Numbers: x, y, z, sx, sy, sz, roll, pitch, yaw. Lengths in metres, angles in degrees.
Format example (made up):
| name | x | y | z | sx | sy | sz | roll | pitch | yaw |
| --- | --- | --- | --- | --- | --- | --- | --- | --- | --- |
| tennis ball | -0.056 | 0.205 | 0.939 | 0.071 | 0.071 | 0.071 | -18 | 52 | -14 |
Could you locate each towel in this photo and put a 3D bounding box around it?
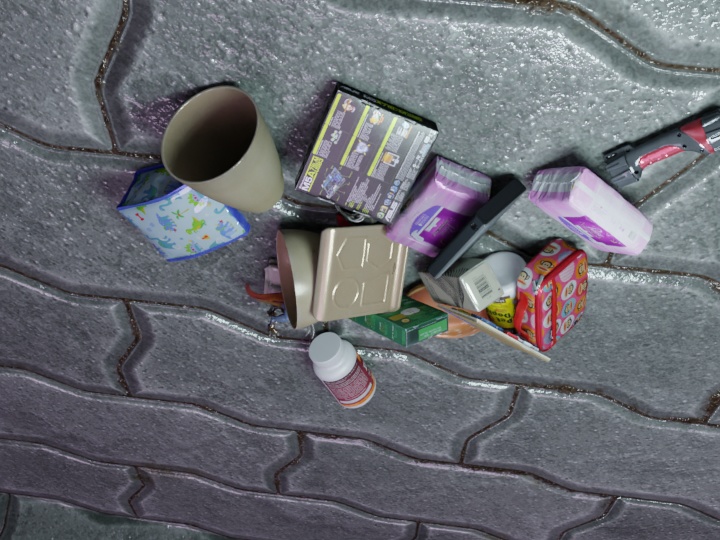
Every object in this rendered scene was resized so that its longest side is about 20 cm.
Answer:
| name | x | y | z | sx | sy | sz | roll | pitch | yaw |
| --- | --- | --- | --- | --- | --- | --- | --- | --- | --- |
| towel | -0.116 | 0.043 | 1.791 | 0.198 | 0.035 | 0.133 | 13 | 143 | 2 |

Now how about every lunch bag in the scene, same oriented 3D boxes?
| name | x | y | z | sx | sy | sz | roll | pitch | yaw |
| --- | --- | --- | --- | --- | --- | --- | --- | --- | --- |
| lunch bag | 0.365 | 0.055 | 1.596 | 0.082 | 0.176 | 0.201 | 33 | 148 | 39 |
| lunch bag | -0.331 | -0.118 | 1.564 | 0.198 | 0.128 | 0.170 | -6 | 141 | 33 |

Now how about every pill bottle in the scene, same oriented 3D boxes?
| name | x | y | z | sx | sy | sz | roll | pitch | yaw |
| --- | --- | --- | --- | --- | --- | --- | --- | --- | --- |
| pill bottle | -0.046 | 0.240 | 1.976 | 0.112 | 0.114 | 0.200 | -9 | 139 | 21 |
| pill bottle | 0.308 | 0.061 | 1.681 | 0.108 | 0.110 | 0.201 | -7 | 139 | 19 |

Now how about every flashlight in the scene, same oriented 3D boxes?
| name | x | y | z | sx | sy | sz | roll | pitch | yaw |
| --- | --- | --- | --- | --- | --- | --- | --- | --- | --- |
| flashlight | 0.510 | -0.196 | 1.351 | 0.199 | 0.068 | 0.068 | -26 | 133 | 35 |

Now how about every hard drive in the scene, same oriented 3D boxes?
| name | x | y | z | sx | sy | sz | roll | pitch | yaw |
| --- | --- | --- | --- | --- | --- | --- | --- | --- | --- |
| hard drive | 0.210 | -0.075 | 1.499 | 0.033 | 0.139 | 0.200 | 46 | 145 | 6 |

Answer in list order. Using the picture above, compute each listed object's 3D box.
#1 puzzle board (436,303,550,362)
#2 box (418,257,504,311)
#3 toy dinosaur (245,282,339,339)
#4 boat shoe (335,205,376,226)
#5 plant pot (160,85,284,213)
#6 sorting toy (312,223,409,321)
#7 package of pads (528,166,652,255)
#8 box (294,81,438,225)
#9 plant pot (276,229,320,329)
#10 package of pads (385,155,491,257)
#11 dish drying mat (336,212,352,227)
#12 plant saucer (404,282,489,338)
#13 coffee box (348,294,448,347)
| name | x | y | z | sx | sy | sz | roll | pitch | yaw |
| --- | --- | --- | --- | --- | --- | --- | --- | --- | --- |
| puzzle board | 0.263 | 0.119 | 1.610 | 0.199 | 0.018 | 0.150 | 29 | 177 | -26 |
| box | 0.193 | 0.023 | 1.590 | 0.083 | 0.068 | 0.200 | 60 | 165 | -11 |
| toy dinosaur | -0.125 | 0.074 | 1.742 | 0.181 | 0.105 | 0.200 | -35 | 110 | 21 |
| boat shoe | -0.025 | -0.135 | 1.527 | 0.066 | 0.057 | 0.201 | -10 | 134 | 22 |
| plant pot | -0.218 | -0.186 | 1.432 | 0.185 | 0.189 | 0.200 | -7 | 154 | 19 |
| sorting toy | 0.000 | 0.000 | 1.585 | 0.198 | 0.036 | 0.187 | -4 | 111 | -33 |
| package of pads | 0.405 | -0.106 | 1.433 | 0.199 | 0.076 | 0.120 | 31 | 174 | -26 |
| box | 0.009 | -0.197 | 1.412 | 0.192 | 0.048 | 0.201 | 20 | 119 | -12 |
| plant pot | -0.086 | 0.008 | 1.648 | 0.133 | 0.202 | 0.201 | -10 | 145 | -14 |
| package of pads | 0.143 | -0.117 | 1.514 | 0.120 | 0.076 | 0.200 | 21 | 141 | -16 |
| dish drying mat | -0.001 | -0.046 | 1.680 | 0.076 | 0.018 | 0.201 | 2 | 142 | 10 |
| plant saucer | 0.189 | 0.079 | 1.788 | 0.198 | 0.038 | 0.201 | 5 | 141 | 4 |
| coffee box | 0.075 | 0.095 | 1.693 | 0.199 | 0.122 | 0.044 | 21 | 120 | 48 |
